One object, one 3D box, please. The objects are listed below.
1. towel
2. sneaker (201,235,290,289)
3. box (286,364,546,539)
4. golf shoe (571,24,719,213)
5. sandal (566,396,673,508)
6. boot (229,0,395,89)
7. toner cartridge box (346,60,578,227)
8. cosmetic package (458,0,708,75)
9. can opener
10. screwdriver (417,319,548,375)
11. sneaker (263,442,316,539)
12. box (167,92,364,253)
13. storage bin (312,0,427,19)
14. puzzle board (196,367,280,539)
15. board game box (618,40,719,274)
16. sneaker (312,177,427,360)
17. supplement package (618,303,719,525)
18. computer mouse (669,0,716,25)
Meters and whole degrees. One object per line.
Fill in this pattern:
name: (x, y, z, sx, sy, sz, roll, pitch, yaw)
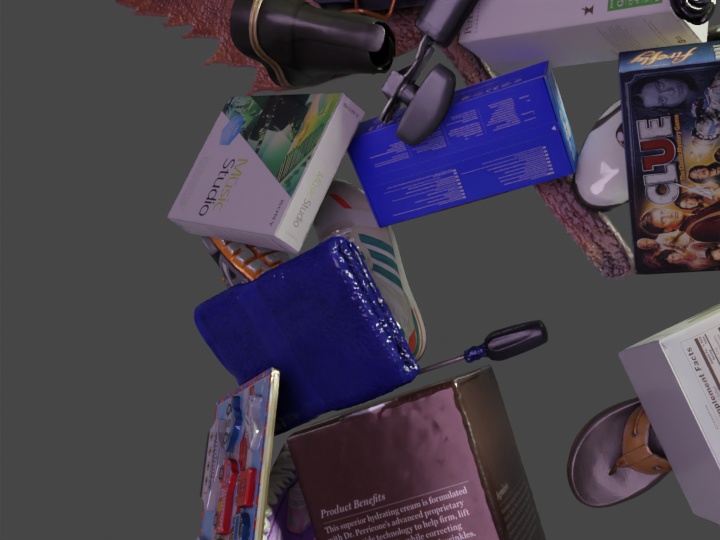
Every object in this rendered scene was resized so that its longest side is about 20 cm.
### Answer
towel: (-0.051, 0.062, 0.875, 0.198, 0.049, 0.149, -25, 100, 38)
sneaker: (-0.096, 0.025, 0.956, 0.200, 0.078, 0.078, 45, 121, 20)
box: (0.060, 0.210, 0.850, 0.163, 0.164, 0.204, -19, 83, 18)
golf shoe: (0.254, -0.136, 0.824, 0.078, 0.094, 0.201, 43, 104, 13)
sandal: (0.271, 0.147, 0.835, 0.197, 0.054, 0.083, -24, 83, 16)
boot: (-0.017, -0.195, 0.862, 0.136, 0.200, 0.079, 15, 100, 17)
toner cartridge box: (0.092, -0.113, 0.877, 0.196, 0.043, 0.096, -14, 115, 24)
cosmetic package: (0.191, -0.240, 0.812, 0.197, 0.084, 0.110, 1, 79, 39)
can opener: (0.082, -0.204, 0.818, 0.066, 0.053, 0.202, 35, 103, 6)
screwdriver: (0.086, 0.091, 0.910, 0.197, 0.028, 0.029, -24, 44, 13)
sneaker: (-0.061, 0.237, 0.887, 0.087, 0.200, 0.081, 30, 107, -1)
box: (-0.095, -0.097, 0.902, 0.198, 0.036, 0.147, 11, 72, 49)
storage bin: (-0.011, -0.311, 0.859, 0.198, 0.133, 0.149, 10, 90, 43)
puzzle board: (-0.117, 0.201, 0.846, 0.150, 0.017, 0.204, -33, 47, 56)
board game box: (0.286, -0.088, 0.781, 0.133, 0.035, 0.203, -3, 128, 19)
sneaker: (0.000, 0.001, 0.910, 0.069, 0.093, 0.203, -25, 82, 17)
supplement package: (0.334, 0.086, 0.738, 0.197, 0.152, 0.153, -25, 81, 0)
computer mouse: (0.193, -0.257, 0.730, 0.198, 0.043, 0.112, 25, 95, 41)
